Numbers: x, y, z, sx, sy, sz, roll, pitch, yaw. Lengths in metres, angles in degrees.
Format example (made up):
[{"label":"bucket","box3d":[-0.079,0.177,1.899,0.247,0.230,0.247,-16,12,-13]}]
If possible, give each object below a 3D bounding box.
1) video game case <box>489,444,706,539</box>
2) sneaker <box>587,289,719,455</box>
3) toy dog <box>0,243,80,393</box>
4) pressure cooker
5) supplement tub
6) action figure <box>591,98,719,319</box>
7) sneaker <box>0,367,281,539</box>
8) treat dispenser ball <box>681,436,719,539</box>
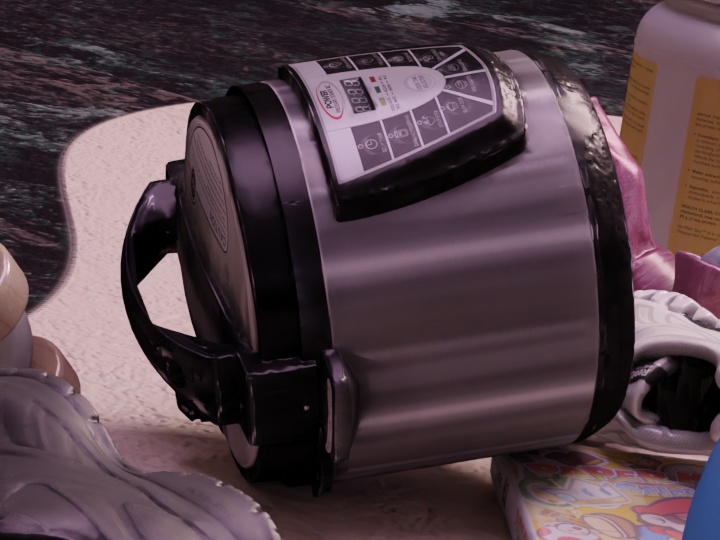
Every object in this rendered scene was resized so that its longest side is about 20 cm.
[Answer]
[{"label":"video game case","box3d":[0.161,0.116,1.100,0.199,0.023,0.182,7,14,-6]},{"label":"sneaker","box3d":[0.130,0.048,1.189,0.081,0.075,0.200,-2,3,-36]},{"label":"toy dog","box3d":[-0.204,0.019,1.136,0.096,0.132,0.200,-38,27,-15]},{"label":"pressure cooker","box3d":[0.000,0.003,1.124,0.199,0.179,0.176,-8,-9,-11]},{"label":"supplement tub","box3d":[0.217,-0.072,1.502,0.145,0.201,0.145,8,14,-2]},{"label":"action figure","box3d":[0.132,0.012,1.297,0.149,0.134,0.200,-34,62,-17]},{"label":"sneaker","box3d":[-0.119,0.090,0.949,0.200,0.076,0.091,18,23,40]},{"label":"treat dispenser ball","box3d":[0.196,0.101,0.814,0.200,0.202,0.201,8,14,-2]}]
